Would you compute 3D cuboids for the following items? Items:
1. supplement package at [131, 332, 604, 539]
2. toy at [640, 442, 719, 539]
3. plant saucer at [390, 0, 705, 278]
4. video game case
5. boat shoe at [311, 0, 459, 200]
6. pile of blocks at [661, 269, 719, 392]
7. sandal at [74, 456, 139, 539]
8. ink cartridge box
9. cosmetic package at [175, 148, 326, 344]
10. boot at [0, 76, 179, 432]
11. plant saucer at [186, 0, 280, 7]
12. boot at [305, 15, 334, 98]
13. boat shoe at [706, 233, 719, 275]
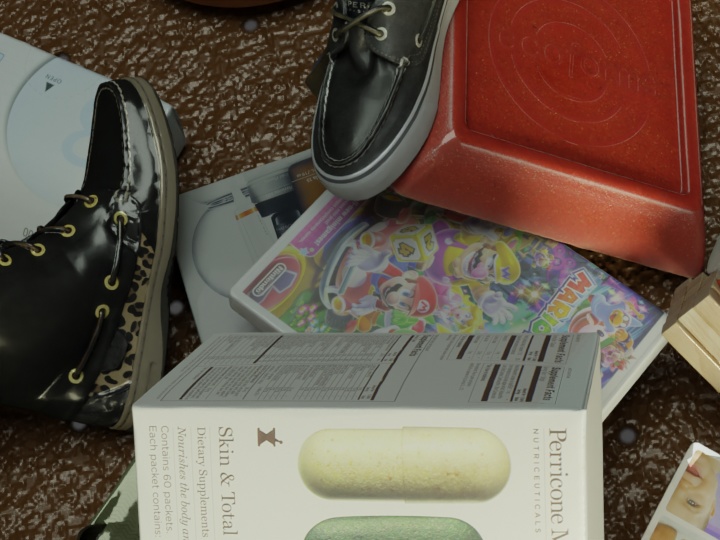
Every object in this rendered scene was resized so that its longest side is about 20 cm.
[{"bbox_3d":[0.012,0.117,0.881,0.198,0.151,0.153,-1,100,10],"label":"supplement package"},{"bbox_3d":[0.165,0.198,0.926,0.115,0.047,0.201,28,89,22],"label":"toy"},{"bbox_3d":[0.114,-0.112,1.062,0.198,0.037,0.202,15,58,-20],"label":"plant saucer"},{"bbox_3d":[0.049,0.023,1.014,0.199,0.018,0.143,35,64,18],"label":"video game case"},{"bbox_3d":[0.015,-0.138,0.996,0.069,0.066,0.201,14,73,35],"label":"boat shoe"},{"bbox_3d":[0.238,0.075,0.979,0.062,0.082,0.201,-41,74,29],"label":"pile of blocks"},{"bbox_3d":[-0.134,0.167,1.017,0.079,0.057,0.202,15,68,16],"label":"sandal"},{"bbox_3d":[-0.223,-0.040,1.139,0.159,0.047,0.201,24,69,20],"label":"ink cartridge box"},{"bbox_3d":[0.000,0.000,1.082,0.198,0.052,0.152,-20,65,-1],"label":"cosmetic package"},{"bbox_3d":[-0.182,-0.012,1.045,0.149,0.073,0.202,3,90,-27],"label":"boot"},{"bbox_3d":[-0.071,-0.256,1.229,0.198,0.032,0.202,-4,64,8],"label":"plant saucer"},{"bbox_3d":[0.050,-0.161,1.140,0.199,0.097,0.075,-23,76,-38],"label":"boot"},{"bbox_3d":[0.267,-0.063,1.062,0.068,0.072,0.201,32,65,0],"label":"boat shoe"}]
